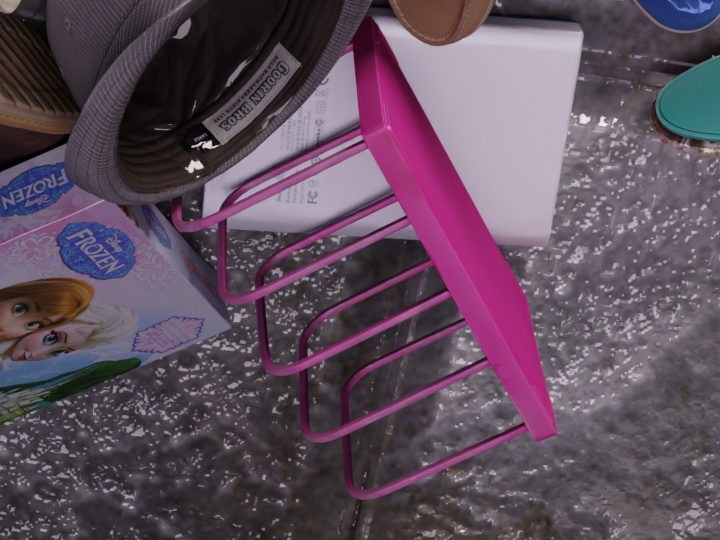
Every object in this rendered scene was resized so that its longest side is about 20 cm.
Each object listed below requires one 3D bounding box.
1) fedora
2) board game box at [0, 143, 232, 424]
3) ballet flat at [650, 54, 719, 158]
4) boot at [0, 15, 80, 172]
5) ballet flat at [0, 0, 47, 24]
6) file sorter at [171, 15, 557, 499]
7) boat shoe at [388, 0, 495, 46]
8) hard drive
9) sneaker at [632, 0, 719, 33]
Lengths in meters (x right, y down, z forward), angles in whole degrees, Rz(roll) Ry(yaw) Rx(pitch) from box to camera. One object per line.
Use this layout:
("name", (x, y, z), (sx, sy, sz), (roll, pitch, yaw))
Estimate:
("fedora", (-0.079, -0.120, 0.827), (0.177, 0.090, 0.200), (-34, 164, -23))
("board game box", (-0.191, 0.020, 0.972), (0.199, 0.041, 0.200), (-23, 156, 6))
("ballet flat", (0.262, -0.101, 1.014), (0.199, 0.076, 0.064), (-19, 151, 9))
("boot", (-0.210, -0.054, 0.916), (0.166, 0.200, 0.072), (-38, 84, 15))
("ballet flat", (-0.123, -0.161, 0.886), (0.067, 0.200, 0.057), (52, 127, 13))
("file sorter", (0.000, 0.000, 0.966), (0.125, 0.139, 0.200), (-25, 117, 11))
("boat shoe", (0.025, -0.170, 0.886), (0.071, 0.065, 0.200), (20, 152, 19))
("hard drive", (0.015, -0.081, 1.016), (0.199, 0.025, 0.132), (3, 117, -8))
("sneaker", (0.163, -0.201, 0.922), (0.076, 0.111, 0.201), (-11, 118, -1))
